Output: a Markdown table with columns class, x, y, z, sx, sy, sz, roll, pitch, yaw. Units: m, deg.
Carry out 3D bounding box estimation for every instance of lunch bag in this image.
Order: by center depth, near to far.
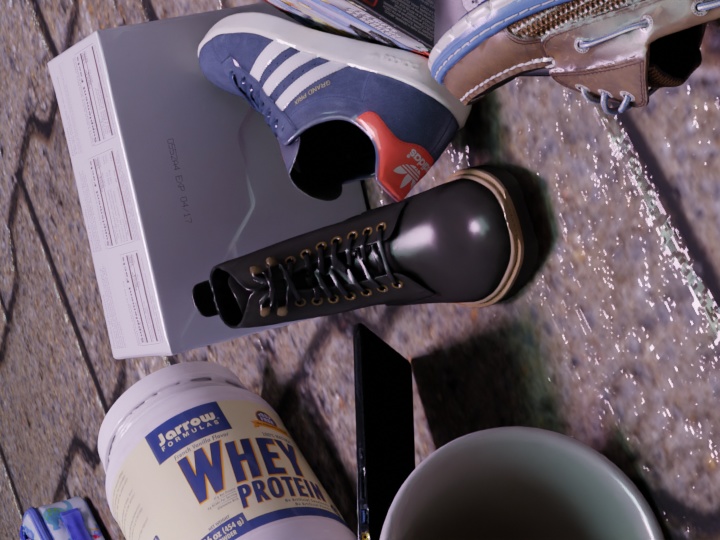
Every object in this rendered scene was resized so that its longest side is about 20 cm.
| class | x | y | z | sx | sy | sz | roll | pitch | yaw |
| --- | --- | --- | --- | --- | --- | --- | --- | --- | --- |
| lunch bag | -0.297 | 0.348 | 1.943 | 0.200 | 0.082 | 0.161 | 52 | 144 | 41 |

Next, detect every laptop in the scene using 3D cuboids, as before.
| class | x | y | z | sx | sy | sz | roll | pitch | yaw |
| --- | --- | --- | --- | --- | --- | --- | --- | --- | --- |
| laptop | -0.034 | 0.144 | 1.064 | 0.187 | 0.115 | 0.201 | 45 | -138 | -77 |

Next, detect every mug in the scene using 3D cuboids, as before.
| class | x | y | z | sx | sy | sz | roll | pitch | yaw |
| --- | --- | --- | --- | --- | --- | --- | --- | --- | --- |
| mug | 0.062 | 0.192 | 0.970 | 0.149 | 0.187 | 0.153 | 32 | 155 | 6 |

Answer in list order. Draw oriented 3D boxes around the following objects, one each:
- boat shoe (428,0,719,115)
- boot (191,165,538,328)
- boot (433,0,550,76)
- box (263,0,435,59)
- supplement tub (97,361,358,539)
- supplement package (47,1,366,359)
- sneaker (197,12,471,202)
| class | x | y | z | sx | sy | sz | roll | pitch | yaw |
| --- | --- | --- | --- | --- | --- | --- | --- | --- | --- |
| boat shoe | 0.109 | -0.105 | 0.769 | 0.200 | 0.072 | 0.073 | -27 | 94 | 47 |
| boot | 0.000 | 0.000 | 1.029 | 0.200 | 0.138 | 0.078 | -25 | 80 | 65 |
| boot | 0.044 | -0.196 | 0.870 | 0.164 | 0.066 | 0.201 | 19 | 127 | 43 |
| box | -0.046 | -0.176 | 0.986 | 0.137 | 0.199 | 0.040 | 21 | 84 | 62 |
| supplement tub | -0.099 | 0.176 | 1.331 | 0.200 | 0.144 | 0.146 | 53 | 147 | 41 |
| supplement package | -0.093 | -0.059 | 1.179 | 0.111 | 0.155 | 0.201 | -9 | 94 | 64 |
| sneaker | -0.034 | -0.088 | 1.046 | 0.199 | 0.085 | 0.075 | 16 | 162 | 44 |
